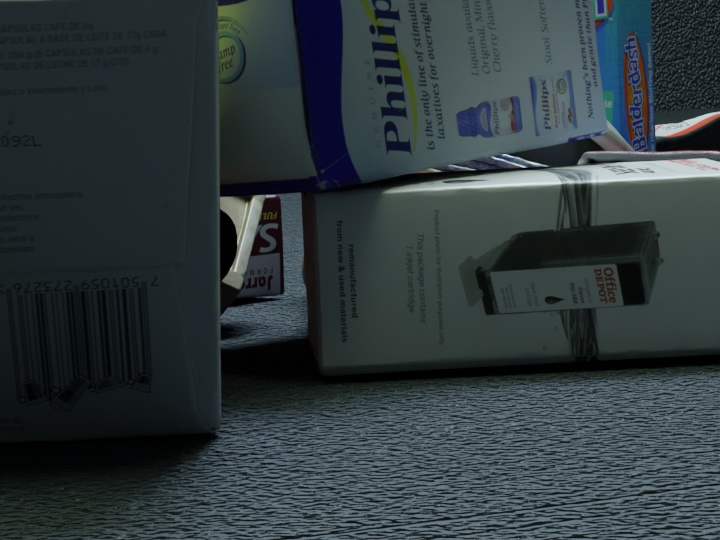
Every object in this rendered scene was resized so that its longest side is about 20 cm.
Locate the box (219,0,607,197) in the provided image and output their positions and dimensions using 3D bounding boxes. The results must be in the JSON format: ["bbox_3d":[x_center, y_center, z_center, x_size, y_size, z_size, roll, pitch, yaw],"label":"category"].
[{"bbox_3d":[-0.020,-0.096,1.319,0.184,0.105,0.200,-2,7,45],"label":"box"}]

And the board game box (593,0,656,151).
[{"bbox_3d":[0.098,-0.098,1.677,0.152,0.200,0.045,0,6,35],"label":"board game box"}]

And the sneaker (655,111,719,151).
[{"bbox_3d":[0.235,-0.091,2.275,0.108,0.067,0.201,5,12,42],"label":"sneaker"}]

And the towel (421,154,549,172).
[{"bbox_3d":[0.093,-0.030,1.517,0.200,0.024,0.147,12,-12,12],"label":"towel"}]

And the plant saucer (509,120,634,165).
[{"bbox_3d":[0.071,-0.068,1.578,0.200,0.050,0.200,14,-28,8],"label":"plant saucer"}]

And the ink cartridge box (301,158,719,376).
[{"bbox_3d":[0.076,-0.005,1.296,0.200,0.083,0.147,-3,5,-4],"label":"ink cartridge box"}]

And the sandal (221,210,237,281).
[{"bbox_3d":[-0.154,0.015,1.353,0.200,0.075,0.048,-12,39,-7],"label":"sandal"}]

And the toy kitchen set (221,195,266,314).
[{"bbox_3d":[-0.170,-0.047,1.504,0.200,0.163,0.180,26,-43,-14],"label":"toy kitchen set"}]

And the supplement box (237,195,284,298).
[{"bbox_3d":[-0.152,-0.013,1.627,0.200,0.061,0.109,3,7,41],"label":"supplement box"}]

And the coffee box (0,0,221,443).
[{"bbox_3d":[-0.154,-0.070,1.096,0.200,0.200,0.198,-2,37,-3],"label":"coffee box"}]

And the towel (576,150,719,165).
[{"bbox_3d":[0.223,-0.032,1.503,0.144,0.023,0.200,1,-15,35],"label":"towel"}]

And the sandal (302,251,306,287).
[{"bbox_3d":[0.008,0.002,1.457,0.079,0.059,0.207,11,-17,-2],"label":"sandal"}]
